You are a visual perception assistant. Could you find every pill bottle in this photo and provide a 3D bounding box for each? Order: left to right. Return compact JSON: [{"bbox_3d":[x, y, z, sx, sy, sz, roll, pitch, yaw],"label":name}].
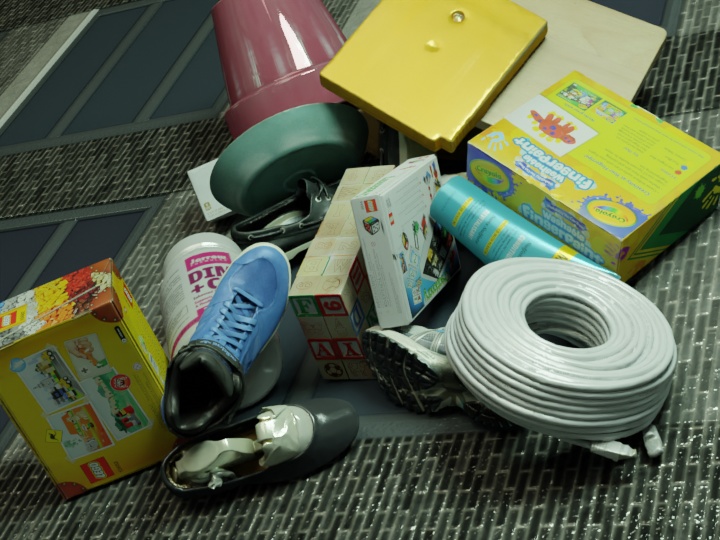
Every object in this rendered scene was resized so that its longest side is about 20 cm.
[{"bbox_3d":[-0.152,0.048,1.454,0.113,0.114,0.200,-25,32,-1],"label":"pill bottle"}]

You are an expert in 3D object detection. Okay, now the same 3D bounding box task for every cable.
[{"bbox_3d":[0.172,0.064,1.194,0.198,0.070,0.200,13,34,2],"label":"cable"}]

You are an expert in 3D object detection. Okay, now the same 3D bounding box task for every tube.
[{"bbox_3d":[0.154,-0.017,1.336,0.200,0.050,0.078,39,107,27],"label":"tube"}]

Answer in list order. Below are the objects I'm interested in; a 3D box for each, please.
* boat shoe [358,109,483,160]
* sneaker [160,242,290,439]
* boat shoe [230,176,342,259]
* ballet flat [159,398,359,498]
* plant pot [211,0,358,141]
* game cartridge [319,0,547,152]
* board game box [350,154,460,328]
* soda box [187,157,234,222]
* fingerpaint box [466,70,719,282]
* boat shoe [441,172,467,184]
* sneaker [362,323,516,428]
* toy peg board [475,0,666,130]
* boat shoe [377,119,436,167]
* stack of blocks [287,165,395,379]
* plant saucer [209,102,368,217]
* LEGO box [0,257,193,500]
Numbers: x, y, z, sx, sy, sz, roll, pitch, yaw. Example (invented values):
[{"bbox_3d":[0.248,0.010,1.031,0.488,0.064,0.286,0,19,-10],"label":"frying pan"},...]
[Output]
[{"bbox_3d":[0.085,-0.170,1.657,0.199,0.074,0.069,9,28,30],"label":"boat shoe"},{"bbox_3d":[-0.123,0.067,1.289,0.201,0.076,0.111,-57,8,-2],"label":"sneaker"},{"bbox_3d":[-0.061,-0.072,1.580,0.198,0.066,0.075,-28,31,-5],"label":"boat shoe"},{"bbox_3d":[-0.099,0.166,1.288,0.199,0.073,0.073,-19,33,12],"label":"ballet flat"},{"bbox_3d":[-0.097,-0.267,1.740,0.199,0.180,0.200,-23,1,1],"label":"plant pot"},{"bbox_3d":[0.081,-0.239,1.527,0.176,0.032,0.200,32,71,19],"label":"game cartridge"},{"bbox_3d":[0.048,-0.033,1.364,0.034,0.127,0.200,-9,12,20],"label":"board game box"},{"bbox_3d":[-0.108,-0.128,1.701,0.199,0.069,0.064,-23,0,2],"label":"soda box"},{"bbox_3d":[0.232,-0.094,1.376,0.166,0.074,0.200,-35,53,-28],"label":"fingerpaint box"},{"bbox_3d":[0.138,-0.056,1.449,0.068,0.075,0.200,-28,38,-15],"label":"boat shoe"},{"bbox_3d":[0.090,0.088,1.293,0.199,0.078,0.086,17,38,37],"label":"sneaker"},{"bbox_3d":[0.213,-0.204,1.567,0.199,0.098,0.200,24,67,17],"label":"toy peg board"},{"bbox_3d":[0.048,-0.169,1.578,0.066,0.074,0.201,-14,73,42],"label":"boat shoe"},{"bbox_3d":[0.000,0.000,1.412,0.058,0.116,0.201,-2,41,24],"label":"stack of blocks"},{"bbox_3d":[-0.075,-0.116,1.600,0.199,0.200,0.036,-25,65,-1],"label":"plant saucer"},{"bbox_3d":[-0.268,0.110,1.362,0.148,0.201,0.077,-21,33,3],"label":"LEGO box"}]
